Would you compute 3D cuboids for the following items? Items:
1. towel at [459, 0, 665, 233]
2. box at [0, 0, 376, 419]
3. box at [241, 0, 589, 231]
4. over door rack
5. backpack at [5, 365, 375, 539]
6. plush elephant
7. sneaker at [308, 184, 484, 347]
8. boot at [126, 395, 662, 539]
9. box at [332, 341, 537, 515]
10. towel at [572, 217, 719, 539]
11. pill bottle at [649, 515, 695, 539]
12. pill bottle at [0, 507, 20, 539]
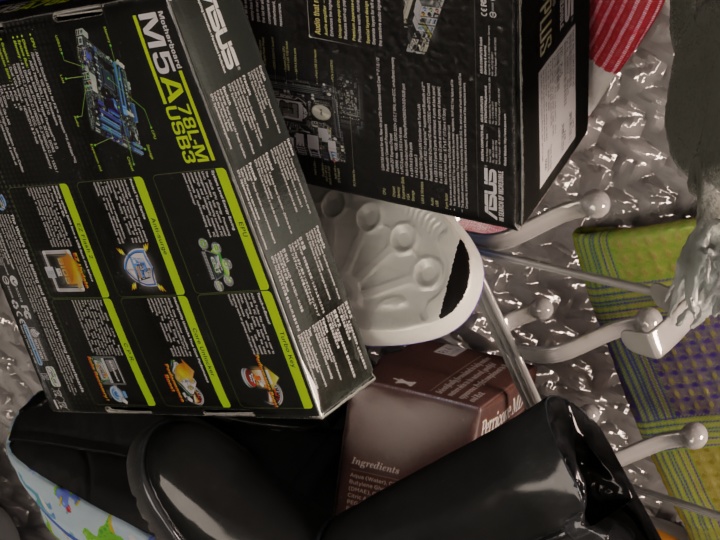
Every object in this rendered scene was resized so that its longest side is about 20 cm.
[{"bbox_3d":[0.046,-0.111,1.022,0.144,0.023,0.200,35,134,2],"label":"towel"},{"bbox_3d":[-0.103,-0.030,1.005,0.193,0.048,0.200,-4,112,43],"label":"box"},{"bbox_3d":[0.009,-0.135,0.950,0.164,0.086,0.200,13,129,22],"label":"box"},{"bbox_3d":[0.123,0.045,1.002,0.200,0.067,0.148,32,152,61],"label":"over door rack"},{"bbox_3d":[-0.096,0.107,1.191,0.200,0.163,0.154,21,147,25],"label":"backpack"},{"bbox_3d":[0.210,-0.067,0.879,0.165,0.155,0.200,-153,71,-68],"label":"plush elephant"},{"bbox_3d":[0.000,0.000,1.077,0.200,0.081,0.146,12,173,34],"label":"sneaker"},{"bbox_3d":[0.014,0.104,1.000,0.200,0.066,0.165,-24,116,38],"label":"boot"},{"bbox_3d":[0.031,0.144,1.124,0.075,0.100,0.200,11,104,19],"label":"box"},{"bbox_3d":[0.192,0.056,1.063,0.143,0.023,0.200,-9,118,37],"label":"towel"},{"bbox_3d":[0.114,0.224,1.116,0.116,0.200,0.117,17,132,20],"label":"pill bottle"},{"bbox_3d":[-0.264,0.208,1.397,0.112,0.112,0.200,15,130,21],"label":"pill bottle"}]
